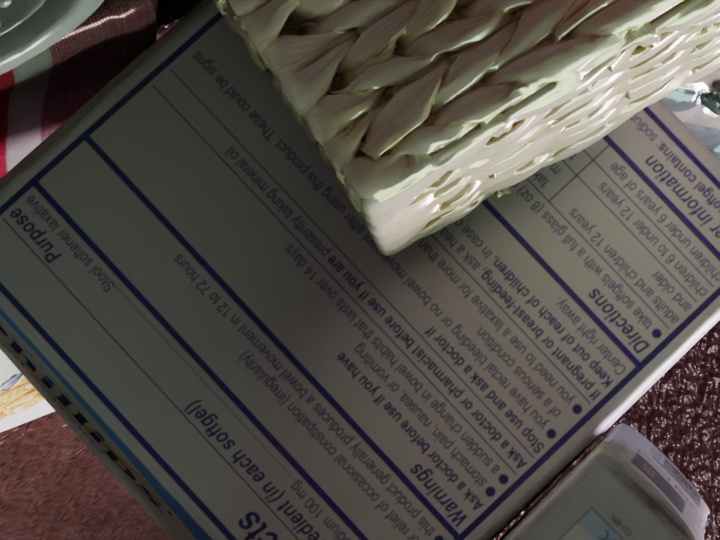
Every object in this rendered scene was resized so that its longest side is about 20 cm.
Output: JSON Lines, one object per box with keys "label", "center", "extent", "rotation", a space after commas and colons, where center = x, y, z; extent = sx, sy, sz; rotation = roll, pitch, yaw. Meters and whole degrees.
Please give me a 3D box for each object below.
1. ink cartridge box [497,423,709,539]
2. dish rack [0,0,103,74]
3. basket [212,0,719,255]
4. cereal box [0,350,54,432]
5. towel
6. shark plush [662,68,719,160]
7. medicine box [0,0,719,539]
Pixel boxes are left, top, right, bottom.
{"label": "ink cartridge box", "center": [0.025, 0.134, 0.864], "extent": [0.200, 0.047, 0.160], "rotation": [-47, 175, 5]}
{"label": "dish rack", "center": [-0.137, -0.065, 0.628], "extent": [0.199, 0.044, 0.172], "rotation": [-27, 170, -24]}
{"label": "basket", "center": [0.052, -0.106, 0.771], "extent": [0.199, 0.124, 0.136], "rotation": [-32, 173, 0]}
{"label": "cereal box", "center": [-0.131, 0.025, 1.181], "extent": [0.200, 0.040, 0.144], "rotation": [-22, 167, -45]}
{"label": "towel", "center": [-0.155, -0.023, 0.881], "extent": [0.199, 0.023, 0.144], "rotation": [-29, 171, -13]}
{"label": "shark plush", "center": [0.102, -0.082, 1.081], "extent": [0.083, 0.091, 0.200], "rotation": [-27, 150, 31]}
{"label": "medicine box", "center": [0.000, 0.000, 0.880], "extent": [0.200, 0.182, 0.103], "rotation": [-42, 174, -9]}
